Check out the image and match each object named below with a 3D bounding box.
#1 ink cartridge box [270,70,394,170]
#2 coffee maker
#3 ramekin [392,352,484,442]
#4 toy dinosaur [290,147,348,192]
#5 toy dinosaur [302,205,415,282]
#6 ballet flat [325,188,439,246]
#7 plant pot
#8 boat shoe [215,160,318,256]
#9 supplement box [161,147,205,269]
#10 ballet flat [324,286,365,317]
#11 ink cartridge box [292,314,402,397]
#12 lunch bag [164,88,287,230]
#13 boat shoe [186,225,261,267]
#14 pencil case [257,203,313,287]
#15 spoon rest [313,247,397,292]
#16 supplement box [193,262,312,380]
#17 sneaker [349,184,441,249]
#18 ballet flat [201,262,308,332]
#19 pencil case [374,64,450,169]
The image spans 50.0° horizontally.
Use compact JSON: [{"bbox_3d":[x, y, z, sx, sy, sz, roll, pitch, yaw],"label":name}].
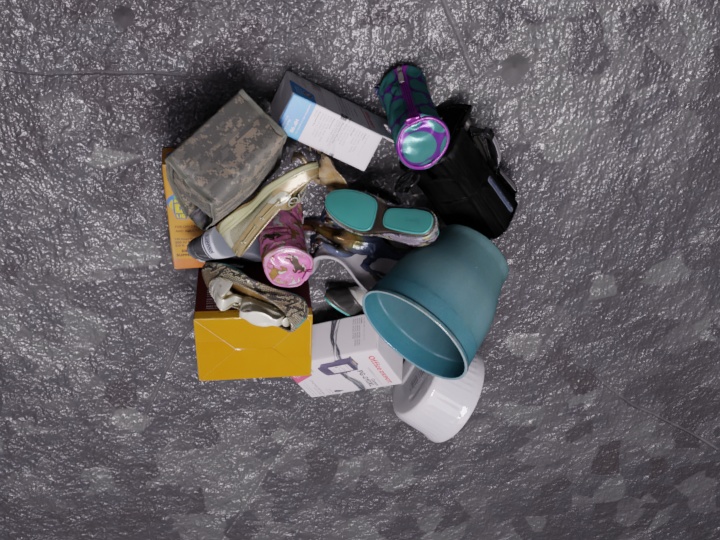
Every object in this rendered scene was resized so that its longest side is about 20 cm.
[{"bbox_3d":[-0.038,-0.228,1.222,0.198,0.116,0.067,22,114,-22],"label":"ink cartridge box"},{"bbox_3d":[0.157,-0.140,1.285,0.192,0.134,0.200,-48,124,-9],"label":"coffee maker"},{"bbox_3d":[0.148,0.227,1.534,0.097,0.201,0.201,29,117,-17],"label":"ramekin"},{"bbox_3d":[-0.059,-0.168,1.266,0.058,0.101,0.200,-47,160,-14],"label":"toy dinosaur"},{"bbox_3d":[0.009,-0.060,1.338,0.179,0.200,0.106,14,103,-27],"label":"toy dinosaur"},{"bbox_3d":[0.036,-0.078,1.230,0.198,0.072,0.073,16,131,25],"label":"ballet flat"},{"bbox_3d":[0.134,0.037,1.237,0.188,0.199,0.201,-50,129,-24],"label":"plant pot"},{"bbox_3d":[-0.135,-0.098,1.199,0.199,0.073,0.064,-34,94,17],"label":"boat shoe"},{"bbox_3d":[-0.293,-0.104,1.303,0.065,0.069,0.202,-4,122,-8],"label":"supplement box"},{"bbox_3d":[0.015,0.069,1.482,0.068,0.068,0.199,-46,130,11],"label":"ballet flat"},{"bbox_3d":[-0.032,0.164,1.477,0.197,0.085,0.145,-12,144,19],"label":"ink cartridge box"},{"bbox_3d":[-0.207,-0.157,1.188,0.117,0.200,0.164,43,73,2],"label":"lunch bag"},{"bbox_3d":[-0.216,-0.040,1.317,0.067,0.199,0.075,-16,90,27],"label":"boat shoe"},{"bbox_3d":[-0.127,-0.057,1.280,0.085,0.201,0.084,-14,127,0],"label":"pencil case"},{"bbox_3d":[0.000,0.000,1.377,0.197,0.100,0.061,14,141,16],"label":"spoon rest"},{"bbox_3d":[-0.187,0.073,1.362,0.194,0.201,0.134,-2,125,-8],"label":"supplement box"},{"bbox_3d":[0.051,-0.083,1.371,0.198,0.074,0.079,26,123,-25],"label":"sneaker"},{"bbox_3d":[-0.180,0.045,1.224,0.198,0.076,0.068,22,131,12],"label":"ballet flat"},{"bbox_3d":[0.078,-0.239,1.182,0.084,0.201,0.093,-18,128,4],"label":"pencil case"}]
